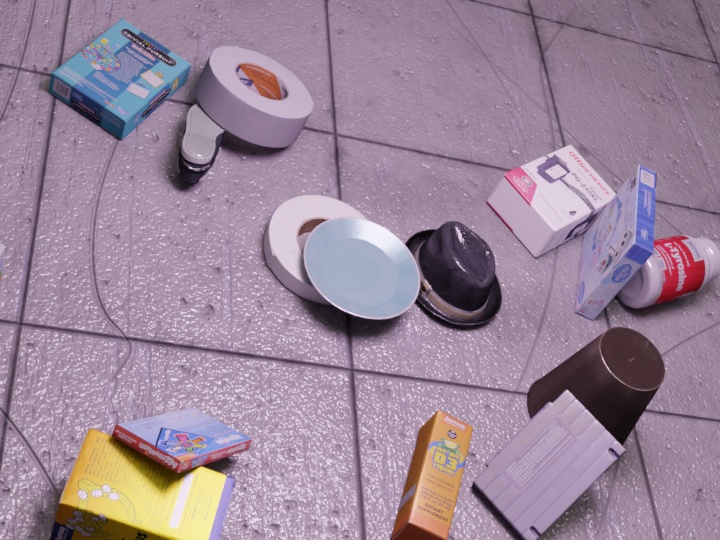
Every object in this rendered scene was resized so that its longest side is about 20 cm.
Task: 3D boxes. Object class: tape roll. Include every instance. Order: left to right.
[{"bbox_3d":[-0.182,-0.301,1.879,0.198,0.066,0.201,24,34,-17],"label":"tape roll"},{"bbox_3d":[-0.060,-0.035,1.777,0.200,0.037,0.205,12,50,-15],"label":"tape roll"}]

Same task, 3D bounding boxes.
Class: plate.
[{"bbox_3d":[0.000,0.000,1.735,0.198,0.026,0.202,13,50,-16],"label":"plate"}]

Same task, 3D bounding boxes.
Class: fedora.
[{"bbox_3d":[0.166,-0.010,1.821,0.198,0.092,0.203,13,49,-15],"label":"fedora"}]

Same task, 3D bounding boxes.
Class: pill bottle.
[{"bbox_3d":[0.560,-0.003,1.984,0.198,0.113,0.113,-11,59,-31],"label":"pill bottle"}]

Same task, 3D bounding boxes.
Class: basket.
[{"bbox_3d":[0.372,0.190,1.683,0.135,0.201,0.181,-19,64,-35],"label":"basket"}]

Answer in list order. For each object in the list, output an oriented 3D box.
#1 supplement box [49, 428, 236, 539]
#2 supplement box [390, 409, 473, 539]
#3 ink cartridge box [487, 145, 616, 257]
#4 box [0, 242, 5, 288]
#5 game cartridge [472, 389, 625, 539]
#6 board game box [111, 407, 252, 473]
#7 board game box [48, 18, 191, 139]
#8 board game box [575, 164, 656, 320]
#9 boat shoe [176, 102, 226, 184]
[{"bbox_3d":[-0.272,0.299,1.364,0.198,0.109,0.110,20,47,-8],"label":"supplement box"},{"bbox_3d":[0.105,0.302,1.563,0.066,0.069,0.201,25,45,-6],"label":"supplement box"},{"bbox_3d":[0.357,-0.132,2.012,0.199,0.085,0.145,-25,67,-37],"label":"ink cartridge box"},{"bbox_3d":[-0.558,0.048,1.430,0.100,0.113,0.201,22,47,-5],"label":"box"},{"bbox_3d":[0.277,0.288,1.610,0.200,0.038,0.130,-42,70,-6],"label":"game cartridge"},{"bbox_3d":[-0.227,0.218,1.415,0.102,0.020,0.200,24,7,19],"label":"board game box"},{"bbox_3d":[-0.404,-0.327,1.845,0.150,0.047,0.201,33,47,4],"label":"board game box"},{"bbox_3d":[0.449,-0.048,1.911,0.043,0.200,0.201,23,48,-7],"label":"board game box"},{"bbox_3d":[-0.266,-0.216,1.811,0.075,0.061,0.201,21,34,-4],"label":"boat shoe"}]
